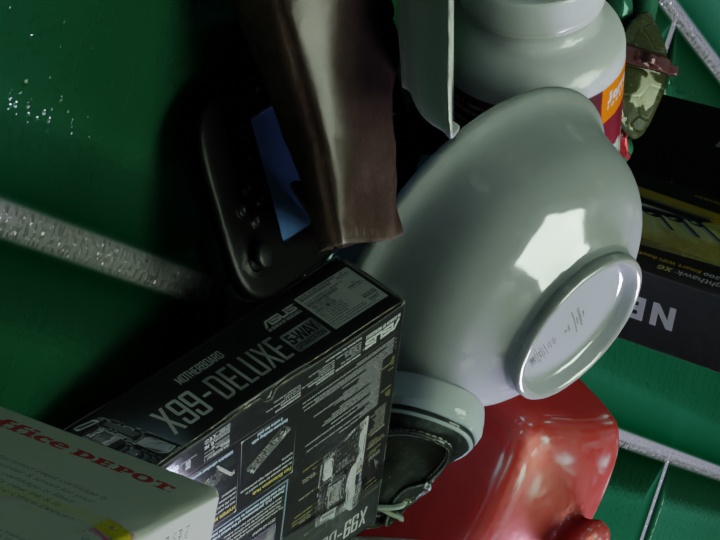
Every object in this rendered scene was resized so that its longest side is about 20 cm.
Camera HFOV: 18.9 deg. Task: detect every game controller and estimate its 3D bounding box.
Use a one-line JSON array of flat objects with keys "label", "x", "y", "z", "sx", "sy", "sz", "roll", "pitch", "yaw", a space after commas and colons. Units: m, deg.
[{"label": "game controller", "x": -0.027, "y": -0.060, "z": 1.087, "sx": 0.200, "sy": 0.042, "sz": 0.105, "roll": -38, "pitch": 125, "yaw": -56}]

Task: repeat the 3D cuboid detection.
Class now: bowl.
[{"label": "bowl", "x": 0.091, "y": 0.006, "z": 1.190, "sx": 0.201, "sy": 0.090, "sz": 0.202, "roll": -35, "pitch": 149, "yaw": -25}]

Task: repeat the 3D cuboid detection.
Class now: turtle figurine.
[{"label": "turtle figurine", "x": 0.162, "y": -0.141, "z": 1.442, "sx": 0.150, "sy": 0.100, "sz": 0.201, "roll": 17, "pitch": 85, "yaw": -69}]

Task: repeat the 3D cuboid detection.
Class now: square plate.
[{"label": "square plate", "x": 0.032, "y": -0.166, "z": 1.063, "sx": 0.200, "sy": 0.028, "sz": 0.200, "roll": -60, "pitch": 148, "yaw": -84}]

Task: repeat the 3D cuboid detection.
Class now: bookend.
[{"label": "bookend", "x": 0.251, "y": -0.050, "z": 1.581, "sx": 0.200, "sy": 0.198, "sz": 0.093, "roll": -37, "pitch": 138, "yaw": -56}]

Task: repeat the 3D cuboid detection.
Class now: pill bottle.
[{"label": "pill bottle", "x": 0.101, "y": -0.101, "z": 1.292, "sx": 0.113, "sy": 0.112, "sz": 0.201, "roll": -53, "pitch": 152, "yaw": -40}]

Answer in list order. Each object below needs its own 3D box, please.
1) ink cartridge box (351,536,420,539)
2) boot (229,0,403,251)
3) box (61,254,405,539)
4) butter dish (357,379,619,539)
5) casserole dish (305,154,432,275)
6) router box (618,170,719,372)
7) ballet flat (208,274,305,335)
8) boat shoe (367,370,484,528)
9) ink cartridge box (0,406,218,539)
[{"label": "ink cartridge box", "x": 0.083, "y": 0.214, "z": 1.173, "sx": 0.067, "sy": 0.198, "sz": 0.117, "roll": 77, "pitch": 19, "yaw": -55}, {"label": "boot", "x": -0.019, "y": -0.094, "z": 0.989, "sx": 0.200, "sy": 0.072, "sz": 0.168, "roll": 3, "pitch": 78, "yaw": -75}, {"label": "box", "x": -0.065, "y": 0.105, "z": 1.062, "sx": 0.200, "sy": 0.050, "sz": 0.158, "roll": -33, "pitch": 144, "yaw": -38}, {"label": "butter dish", "x": 0.092, "y": 0.140, "z": 1.356, "sx": 0.199, "sy": 0.147, "sz": 0.200, "roll": 7, "pitch": 112, "yaw": -56}, {"label": "casserole dish", "x": 0.000, "y": 0.000, "z": 1.226, "sx": 0.200, "sy": 0.039, "sz": 0.122, "roll": -35, "pitch": 140, "yaw": -56}, {"label": "router box", "x": 0.175, "y": -0.013, "z": 1.423, "sx": 0.157, "sy": 0.199, "sz": 0.053, "roll": -36, "pitch": 140, "yaw": -57}, {"label": "ballet flat", "x": -0.055, "y": 0.070, "z": 1.137, "sx": 0.067, "sy": 0.046, "sz": 0.201, "roll": -32, "pitch": 135, "yaw": -58}, {"label": "boat shoe", "x": 0.013, "y": 0.111, "z": 1.202, "sx": 0.200, "sy": 0.072, "sz": 0.071, "roll": 134, "pitch": -23, "yaw": -65}, {"label": "ink cartridge box", "x": -0.152, "y": 0.140, "z": 0.845, "sx": 0.200, "sy": 0.128, "sz": 0.126, "roll": -19, "pitch": 124, "yaw": -63}]
